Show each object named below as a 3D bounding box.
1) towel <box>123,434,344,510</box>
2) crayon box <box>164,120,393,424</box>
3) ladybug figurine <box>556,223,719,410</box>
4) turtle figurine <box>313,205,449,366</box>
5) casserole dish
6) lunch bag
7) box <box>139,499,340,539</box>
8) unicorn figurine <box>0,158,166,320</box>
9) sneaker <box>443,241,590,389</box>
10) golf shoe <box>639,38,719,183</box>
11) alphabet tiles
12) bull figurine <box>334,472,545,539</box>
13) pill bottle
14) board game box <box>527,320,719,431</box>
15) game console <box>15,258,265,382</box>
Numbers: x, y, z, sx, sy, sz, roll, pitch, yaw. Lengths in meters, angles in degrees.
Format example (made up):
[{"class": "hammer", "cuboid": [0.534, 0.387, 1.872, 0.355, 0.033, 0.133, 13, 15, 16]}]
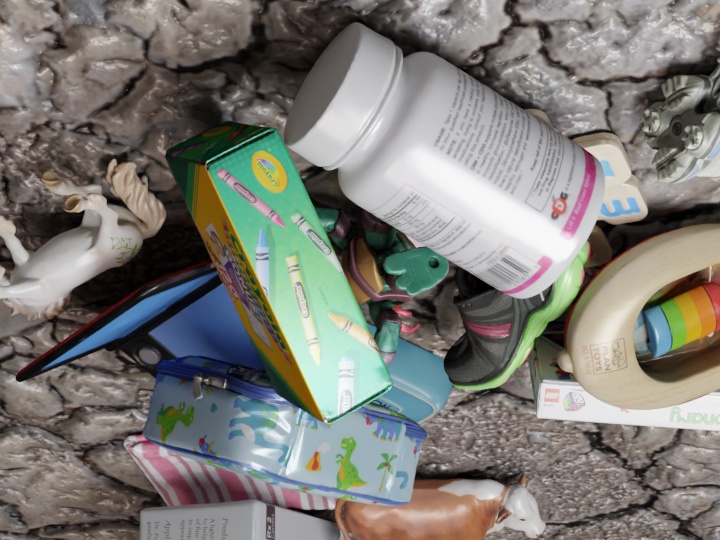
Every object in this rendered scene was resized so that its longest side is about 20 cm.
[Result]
[{"class": "towel", "cuboid": [-0.111, 0.191, 1.779, 0.199, 0.030, 0.147, -6, 145, 14]}, {"class": "crayon box", "cuboid": [-0.058, -0.001, 1.308, 0.058, 0.119, 0.201, -28, 104, -14]}, {"class": "ladybug figurine", "cuboid": [0.232, 0.030, 1.416, 0.199, 0.072, 0.137, -17, 114, -16]}, {"class": "turtle figurine", "cuboid": [0.000, 0.000, 1.400, 0.150, 0.101, 0.200, 52, 153, 5]}, {"class": "casserole dish", "cuboid": [-0.009, 0.093, 1.614, 0.199, 0.039, 0.121, 26, 141, -31]}, {"class": "lunch bag", "cuboid": [-0.062, 0.126, 1.487, 0.199, 0.083, 0.160, 18, 174, -41]}, {"class": "box", "cuboid": [-0.110, 0.330, 1.786, 0.130, 0.200, 0.200, -6, 163, 25]}, {"class": "unicorn figurine", "cuboid": [-0.236, -0.011, 1.442, 0.199, 0.074, 0.137, -16, 153, 17]}, {"class": "sneaker", "cuboid": [0.107, 0.021, 1.451, 0.083, 0.077, 0.200, 27, 140, -4]}, {"class": "golf shoe", "cuboid": [0.277, -0.124, 1.247, 0.097, 0.079, 0.200, 3, 157, -31]}, {"class": "alphabet tiles", "cuboid": [0.107, -0.054, 1.401, 0.199, 0.015, 0.196, -10, 144, 20]}, {"class": "bull figurine", "cuboid": [0.071, 0.239, 1.781, 0.199, 0.065, 0.122, 6, 132, -6]}, {"class": "pill bottle", "cuboid": [0.056, -0.076, 1.269, 0.199, 0.114, 0.113, 30, 139, -18]}, {"class": "board game box", "cuboid": [0.235, 0.083, 1.501, 0.199, 0.126, 0.035, 4, 111, 0]}, {"class": "game console", "cuboid": [-0.142, 0.065, 1.502, 0.172, 0.119, 0.200, 42, 135, -19]}]
